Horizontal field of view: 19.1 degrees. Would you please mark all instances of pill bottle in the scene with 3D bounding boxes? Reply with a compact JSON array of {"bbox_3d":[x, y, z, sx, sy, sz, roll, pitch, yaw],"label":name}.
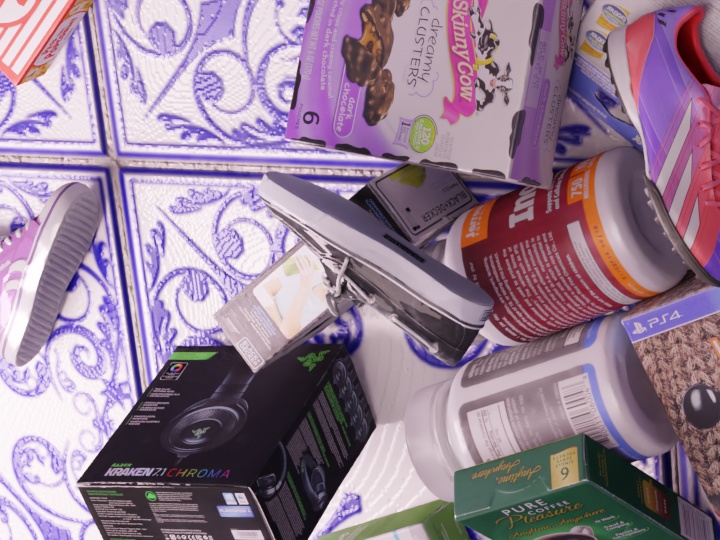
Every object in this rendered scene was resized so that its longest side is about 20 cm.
[{"bbox_3d":[0.140,0.111,1.668,0.200,0.114,0.114,-20,98,33],"label":"pill bottle"},{"bbox_3d":[0.139,-0.010,1.622,0.200,0.113,0.113,-23,96,33],"label":"pill bottle"}]

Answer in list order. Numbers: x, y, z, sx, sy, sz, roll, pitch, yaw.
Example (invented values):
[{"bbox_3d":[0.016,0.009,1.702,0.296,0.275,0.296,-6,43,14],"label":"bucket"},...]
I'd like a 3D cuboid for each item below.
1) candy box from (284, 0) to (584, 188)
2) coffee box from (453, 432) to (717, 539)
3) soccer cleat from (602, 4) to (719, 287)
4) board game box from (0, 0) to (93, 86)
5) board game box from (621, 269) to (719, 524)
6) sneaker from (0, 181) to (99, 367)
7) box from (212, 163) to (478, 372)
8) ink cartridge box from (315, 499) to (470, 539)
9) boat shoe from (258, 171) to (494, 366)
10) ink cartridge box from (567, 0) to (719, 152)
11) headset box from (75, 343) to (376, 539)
[{"bbox_3d":[0.056,-0.160,1.591,0.200,0.071,0.168,12,92,32],"label":"candy box"},{"bbox_3d":[0.175,0.189,1.644,0.123,0.200,0.044,-21,54,33],"label":"coffee box"},{"bbox_3d":[0.234,-0.088,1.502,0.073,0.068,0.201,-24,78,32],"label":"soccer cleat"},{"bbox_3d":[-0.280,-0.278,1.793,0.151,0.046,0.200,45,124,7],"label":"board game box"},{"bbox_3d":[0.314,0.084,1.570,0.159,0.097,0.200,-23,96,33],"label":"board game box"},{"bbox_3d":[-0.310,-0.018,1.897,0.114,0.073,0.201,39,123,14],"label":"sneaker"},{"bbox_3d":[-0.012,-0.009,1.707,0.200,0.117,0.060,-39,86,35],"label":"box"},{"bbox_3d":[0.008,0.273,1.836,0.200,0.059,0.104,-21,98,33],"label":"ink cartridge box"},{"bbox_3d":[0.001,0.000,1.589,0.199,0.074,0.068,32,106,6],"label":"boat shoe"},{"bbox_3d":[0.233,-0.185,1.547,0.119,0.042,0.200,38,120,11],"label":"ink cartridge box"},{"bbox_3d":[-0.104,0.147,1.774,0.174,0.200,0.093,-2,124,31],"label":"headset box"}]
